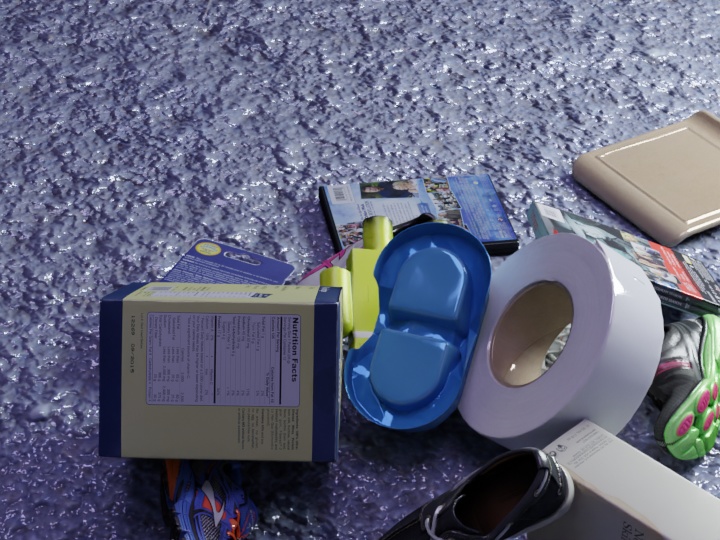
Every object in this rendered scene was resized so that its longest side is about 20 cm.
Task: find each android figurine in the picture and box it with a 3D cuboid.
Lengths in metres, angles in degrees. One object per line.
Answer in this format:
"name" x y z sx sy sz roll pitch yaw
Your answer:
"android figurine" 0.049 0.043 1.607 0.181 0.041 0.201 5 64 -11

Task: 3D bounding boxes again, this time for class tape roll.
"tape roll" 0.176 0.070 1.508 0.071 0.203 0.203 29 22 -31

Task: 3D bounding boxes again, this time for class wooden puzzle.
"wooden puzzle" 0.371 -0.103 1.906 0.199 0.037 0.185 -23 42 -24

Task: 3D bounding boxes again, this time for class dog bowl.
"dog bowl" 0.057 0.057 1.533 0.111 0.050 0.201 11 71 18

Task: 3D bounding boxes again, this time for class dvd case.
"dvd case" 0.271 -0.009 1.691 0.199 0.022 0.146 20 19 -11
"dvd case" 0.062 -0.057 1.839 0.199 0.018 0.143 -4 36 -10

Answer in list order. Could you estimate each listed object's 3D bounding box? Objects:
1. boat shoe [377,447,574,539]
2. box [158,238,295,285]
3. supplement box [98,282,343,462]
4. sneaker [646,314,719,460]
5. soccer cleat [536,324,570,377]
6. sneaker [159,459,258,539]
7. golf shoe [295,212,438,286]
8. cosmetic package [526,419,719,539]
"boat shoe" 0.075 0.206 1.358 0.200 0.068 0.072 -32 61 10
"box" -0.158 0.043 1.679 0.121 0.033 0.200 16 39 19
"supplement box" -0.116 0.084 1.465 0.199 0.135 0.200 1 4 0
"sneaker" 0.297 0.112 1.573 0.083 0.077 0.200 -1 27 19
"soccer cleat" 0.191 0.068 1.608 0.068 0.086 0.200 5 35 5
"sneaker" -0.122 0.214 1.405 0.078 0.076 0.200 -3 37 -11
"golf shoe" 0.000 0.000 1.684 0.073 0.092 0.200 44 52 16
"cosmetic package" 0.236 0.221 1.379 0.073 0.104 0.200 -28 43 -34
